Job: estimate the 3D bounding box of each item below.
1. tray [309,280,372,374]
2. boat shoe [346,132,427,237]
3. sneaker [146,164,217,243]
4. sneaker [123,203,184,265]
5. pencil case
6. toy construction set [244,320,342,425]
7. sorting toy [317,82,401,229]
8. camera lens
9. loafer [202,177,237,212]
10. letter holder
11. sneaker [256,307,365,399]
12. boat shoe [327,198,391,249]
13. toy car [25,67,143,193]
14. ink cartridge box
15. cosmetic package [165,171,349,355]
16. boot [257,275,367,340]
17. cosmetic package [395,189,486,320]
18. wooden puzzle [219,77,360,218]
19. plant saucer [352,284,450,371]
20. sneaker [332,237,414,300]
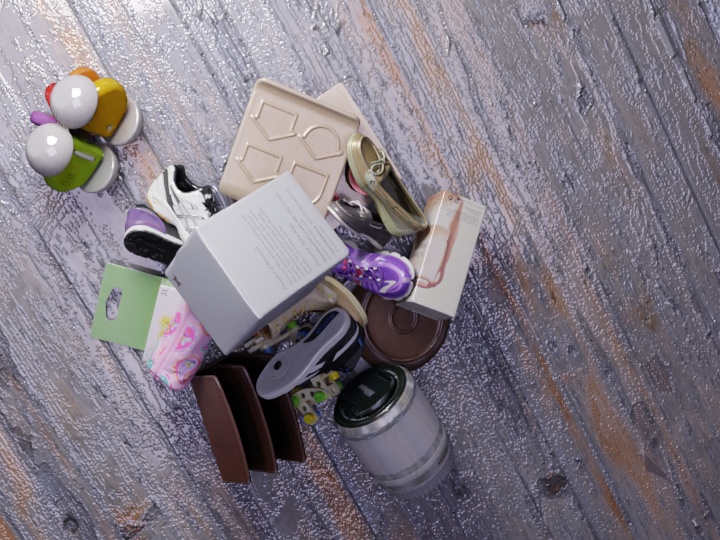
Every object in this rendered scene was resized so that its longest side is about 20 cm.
[{"bbox_3d":[0.009,0.121,1.679,0.107,0.022,0.200,-43,102,1],"label":"tray"},{"bbox_3d":[0.044,-0.144,1.538,0.062,0.073,0.202,-10,122,35],"label":"boat shoe"},{"bbox_3d":[-0.264,-0.091,1.537,0.200,0.076,0.088,42,114,2],"label":"sneaker"},{"bbox_3d":[-0.307,-0.051,1.581,0.075,0.088,0.199,-37,131,28],"label":"sneaker"},{"bbox_3d":[-0.280,0.097,1.541,0.087,0.088,0.202,27,106,-11],"label":"pencil case"},{"bbox_3d":[-0.107,0.168,1.640,0.131,0.092,0.201,-35,95,31],"label":"toy construction set"},{"bbox_3d":[-0.055,-0.183,1.598,0.198,0.070,0.201,-35,102,-2],"label":"sorting toy"},{"bbox_3d":[0.057,0.278,1.626,0.159,0.160,0.201,-34,117,-2],"label":"camera lens"},{"bbox_3d":[-0.206,-0.064,1.598,0.063,0.071,0.203,-32,107,-44],"label":"loafer"},{"bbox_3d":[-0.189,0.254,1.596,0.100,0.141,0.203,-26,105,-43],"label":"letter holder"},{"bbox_3d":[-0.071,0.160,1.550,0.199,0.073,0.112,-41,137,7],"label":"sneaker"},{"bbox_3d":[0.005,-0.091,1.573,0.057,0.200,0.067,-48,64,7],"label":"boat shoe"},{"bbox_3d":[-0.464,-0.232,1.501,0.149,0.175,0.202,31,95,23],"label":"toy car"},{"bbox_3d":[-0.355,0.083,1.598,0.197,0.048,0.148,14,106,-13],"label":"ink cartridge box"},{"bbox_3d":[-0.161,-0.011,1.436,0.199,0.167,0.167,-36,87,-36],"label":"cosmetic package"},{"bbox_3d":[-0.098,0.069,1.574,0.200,0.073,0.156,41,57,-2],"label":"boot"},{"bbox_3d":[0.138,-0.025,1.610,0.086,0.103,0.203,19,79,-13],"label":"cosmetic package"},{"bbox_3d":[-0.117,-0.191,1.532,0.183,0.046,0.203,20,100,-11],"label":"wooden puzzle"},{"bbox_3d":[0.074,0.084,1.660,0.197,0.034,0.204,0,91,-17],"label":"plant saucer"},{"bbox_3d":[0.000,0.000,1.583,0.198,0.083,0.082,17,101,30],"label":"sneaker"}]
